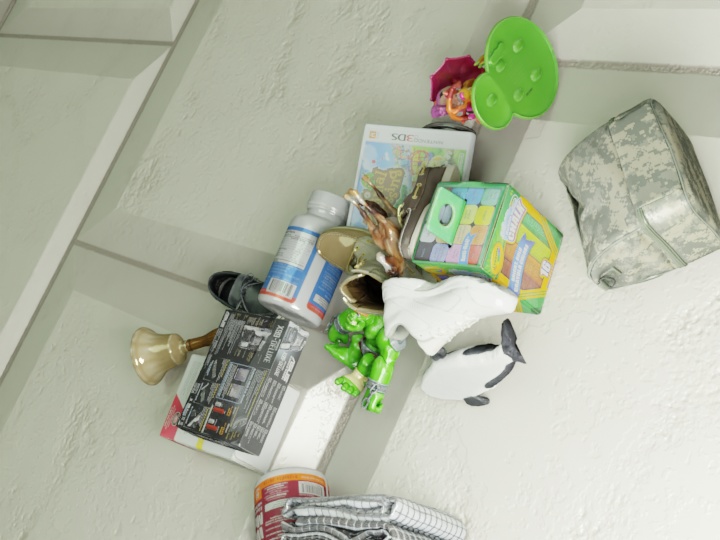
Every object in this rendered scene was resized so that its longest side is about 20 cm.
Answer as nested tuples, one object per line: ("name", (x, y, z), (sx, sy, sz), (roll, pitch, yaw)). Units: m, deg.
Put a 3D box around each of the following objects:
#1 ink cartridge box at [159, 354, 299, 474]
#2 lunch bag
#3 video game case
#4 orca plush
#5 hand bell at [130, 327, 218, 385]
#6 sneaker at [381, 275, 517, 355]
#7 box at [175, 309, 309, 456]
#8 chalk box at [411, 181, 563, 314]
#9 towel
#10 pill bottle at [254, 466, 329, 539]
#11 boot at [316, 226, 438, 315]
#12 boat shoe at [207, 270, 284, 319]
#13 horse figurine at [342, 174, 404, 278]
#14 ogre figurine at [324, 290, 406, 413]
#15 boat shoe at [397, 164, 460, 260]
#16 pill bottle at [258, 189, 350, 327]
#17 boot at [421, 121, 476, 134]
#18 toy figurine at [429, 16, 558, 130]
("ink cartridge box", (-0.209, 0.227, 1.682), (0.199, 0.083, 0.147), (7, 69, 46))
("lunch bag", (0.340, -0.090, 1.324), (0.167, 0.139, 0.202), (-28, 48, 27))
("video game case", (0.072, -0.118, 1.605), (0.180, 0.022, 0.203), (8, 84, 25))
("orca plush", (0.155, 0.110, 1.404), (0.071, 0.105, 0.200), (-53, -2, -38))
("hand bell", (-0.288, 0.129, 1.837), (0.198, 0.104, 0.105), (-14, 55, 21))
("sneaker", (0.113, 0.061, 1.366), (0.198, 0.078, 0.101), (-3, 75, 39))
("box", (-0.178, 0.164, 1.595), (0.157, 0.050, 0.202), (6, 68, 44))
("chalk box", (0.161, -0.040, 1.415), (0.123, 0.199, 0.126), (7, 71, 43))
("towel", (0.013, 0.340, 1.347), (0.198, 0.165, 0.087), (-11, 64, 38))
("pill bottle", (-0.090, 0.383, 1.456), (0.109, 0.109, 0.202), (-29, 48, 27))
("boot", (0.000, 0.000, 1.530), (0.198, 0.154, 0.073), (23, 112, 18))
("boat shoe", (-0.192, 0.044, 1.797), (0.199, 0.062, 0.075), (18, 76, 46))
("horse figurine", (0.029, -0.068, 1.517), (0.050, 0.133, 0.200), (-38, 7, 11))
("ogre figurine", (0.011, 0.104, 1.551), (0.121, 0.097, 0.200), (-59, 12, 18))
("boat shoe", (0.087, -0.083, 1.495), (0.059, 0.072, 0.201), (6, 43, 21))
("pill bottle", (-0.077, -0.021, 1.693), (0.112, 0.112, 0.202), (11, 72, 46))
("boot", (0.094, -0.127, 1.645), (0.198, 0.069, 0.176), (-14, 65, 32))
("toy figurine", (0.171, -0.271, 1.600), (0.183, 0.151, 0.200), (-9, 35, 53))
